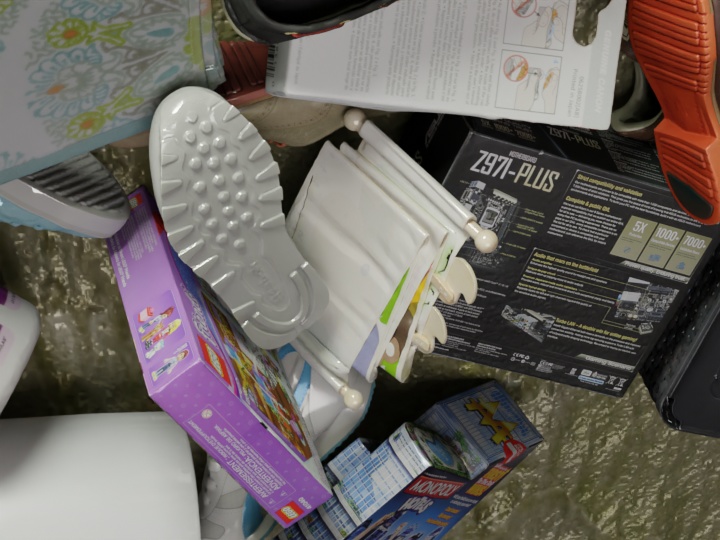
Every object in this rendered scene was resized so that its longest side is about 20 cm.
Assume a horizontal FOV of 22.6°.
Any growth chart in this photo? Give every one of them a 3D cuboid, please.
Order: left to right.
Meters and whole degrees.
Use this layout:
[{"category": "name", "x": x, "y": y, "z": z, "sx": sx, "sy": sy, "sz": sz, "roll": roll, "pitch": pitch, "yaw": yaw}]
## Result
[{"category": "growth chart", "x": 0.000, "y": 0.000, "z": 1.109, "sx": 0.018, "sy": 0.145, "sz": 0.200, "roll": -25, "pitch": 159, "yaw": -42}]

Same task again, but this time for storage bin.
[{"category": "storage bin", "x": 0.284, "y": 0.014, "z": 1.237, "sx": 0.135, "sy": 0.094, "sz": 0.200, "roll": 12, "pitch": 122, "yaw": -21}]

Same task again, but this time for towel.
[{"category": "towel", "x": -0.171, "y": -0.123, "z": 0.960, "sx": 0.200, "sy": 0.048, "sz": 0.171, "roll": -22, "pitch": 150, "yaw": -13}]

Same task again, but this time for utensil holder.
[{"category": "utensil holder", "x": -0.215, "y": 0.178, "z": 1.189, "sx": 0.200, "sy": 0.170, "sz": 0.170, "roll": -2, "pitch": 125, "yaw": -15}]

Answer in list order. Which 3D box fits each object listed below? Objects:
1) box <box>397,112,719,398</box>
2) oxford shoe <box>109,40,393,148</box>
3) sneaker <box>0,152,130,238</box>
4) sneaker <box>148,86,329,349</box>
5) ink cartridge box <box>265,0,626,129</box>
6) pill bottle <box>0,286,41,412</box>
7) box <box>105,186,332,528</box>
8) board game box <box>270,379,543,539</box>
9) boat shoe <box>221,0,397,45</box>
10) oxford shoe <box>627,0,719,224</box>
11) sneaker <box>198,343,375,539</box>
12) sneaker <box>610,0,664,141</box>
[{"category": "box", "x": 0.112, "y": -0.022, "z": 1.173, "sx": 0.200, "sy": 0.086, "sz": 0.164, "roll": 14, "pitch": 121, "yaw": -22}, {"category": "oxford shoe", "x": -0.062, "y": -0.098, "z": 1.089, "sx": 0.200, "sy": 0.071, "sz": 0.075, "roll": -13, "pitch": 131, "yaw": -3}, {"category": "sneaker", "x": -0.240, "y": -0.056, "z": 1.081, "sx": 0.200, "sy": 0.074, "sz": 0.082, "roll": 24, "pitch": 125, "yaw": -18}, {"category": "sneaker", "x": -0.085, "y": -0.037, "z": 1.068, "sx": 0.076, "sy": 0.081, "sz": 0.200, "roll": -29, "pitch": 137, "yaw": -10}, {"category": "ink cartridge box", "x": 0.053, "y": -0.170, "z": 1.039, "sx": 0.200, "sy": 0.057, "sz": 0.163, "roll": 4, "pitch": 97, "yaw": -20}, {"category": "pill bottle", "x": -0.303, "y": 0.024, "z": 1.082, "sx": 0.200, "sy": 0.112, "sz": 0.112, "roll": 31, "pitch": 114, "yaw": -16}, {"category": "box", "x": -0.091, "y": 0.049, "z": 1.104, "sx": 0.039, "sy": 0.200, "sz": 0.137, "roll": -35, "pitch": 125, "yaw": 7}, {"category": "board game box", "x": 0.024, "y": 0.154, "z": 1.249, "sx": 0.200, "sy": 0.062, "sz": 0.200, "roll": -42, "pitch": 159, "yaw": 6}, {"category": "boat shoe", "x": 0.020, "y": -0.181, "z": 0.974, "sx": 0.201, "sy": 0.063, "sz": 0.074, "roll": -28, "pitch": 100, "yaw": -11}, {"category": "oxford shoe", "x": 0.210, "y": -0.127, "z": 1.068, "sx": 0.072, "sy": 0.071, "sz": 0.200, "roll": -28, "pitch": 128, "yaw": -19}, {"category": "sneaker", "x": -0.076, "y": 0.123, "z": 1.247, "sx": 0.081, "sy": 0.077, "sz": 0.200, "roll": 31, "pitch": 108, "yaw": -19}, {"category": "sneaker", "x": 0.192, "y": -0.161, "z": 1.099, "sx": 0.075, "sy": 0.070, "sz": 0.200, "roll": -15, "pitch": 128, "yaw": -11}]
